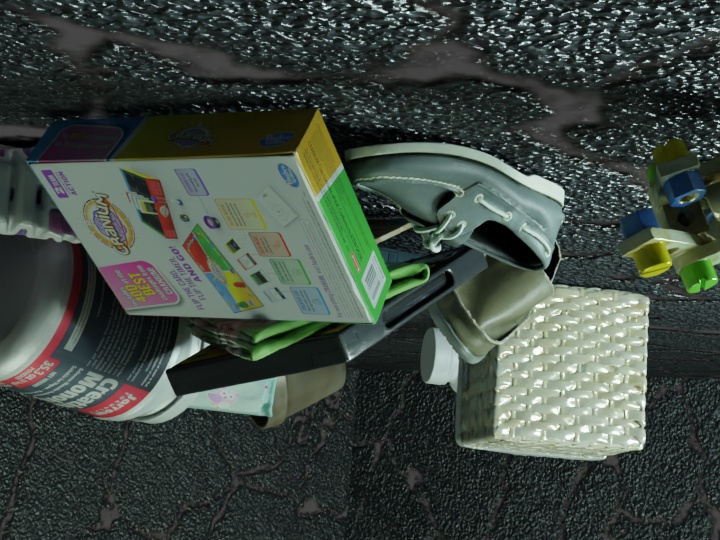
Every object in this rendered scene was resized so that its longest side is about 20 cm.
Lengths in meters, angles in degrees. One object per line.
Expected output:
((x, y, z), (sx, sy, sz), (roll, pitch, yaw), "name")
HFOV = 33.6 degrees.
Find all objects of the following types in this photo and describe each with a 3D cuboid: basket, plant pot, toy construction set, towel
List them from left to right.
((-0.129, 0.184, 2.269), (0.172, 0.202, 0.200), (-11, 179, -23), "plant pot")
((-0.046, 0.019, 0.911), (0.148, 0.031, 0.200), (-26, -171, -17), "towel")
((0.226, 0.118, 1.425), (0.198, 0.200, 0.161), (6, 168, -7), "basket")
((0.218, -0.031, 0.678), (0.130, 0.093, 0.200), (-23, 172, 16), "toy construction set")

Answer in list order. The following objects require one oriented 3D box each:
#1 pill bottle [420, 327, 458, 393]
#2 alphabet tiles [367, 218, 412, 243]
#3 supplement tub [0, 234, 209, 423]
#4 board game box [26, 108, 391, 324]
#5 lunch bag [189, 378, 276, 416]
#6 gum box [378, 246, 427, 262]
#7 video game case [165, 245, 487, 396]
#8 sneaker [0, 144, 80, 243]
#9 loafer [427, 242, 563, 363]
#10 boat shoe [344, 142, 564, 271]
((0.204, 0.147, 1.940), (0.198, 0.121, 0.120), (7, 172, -12), "pill bottle")
((-0.069, -0.015, 0.991), (0.166, 0.008, 0.200), (0, -164, 33), "alphabet tiles")
((-0.230, 0.045, 0.996), (0.140, 0.141, 0.200), (-1, 160, 37), "supplement tub")
((-0.096, -0.031, 0.775), (0.199, 0.040, 0.154), (1, 138, 25), "board game box")
((-0.159, 0.044, 1.234), (0.169, 0.123, 0.201), (6, -144, -5), "lunch bag")
((0.000, 0.000, 1.168), (0.199, 0.045, 0.169), (11, 177, -34), "gum box")
((-0.027, 0.039, 0.930), (0.199, 0.026, 0.180), (-15, -169, 43), "video game case")
((-0.274, -0.060, 0.845), (0.199, 0.081, 0.088), (8, 180, -30), "sneaker")
((0.116, 0.010, 0.993), (0.070, 0.075, 0.200), (-37, -176, 31), "loafer")
((0.068, -0.042, 0.801), (0.073, 0.062, 0.199), (-3, 170, 45), "boat shoe")
